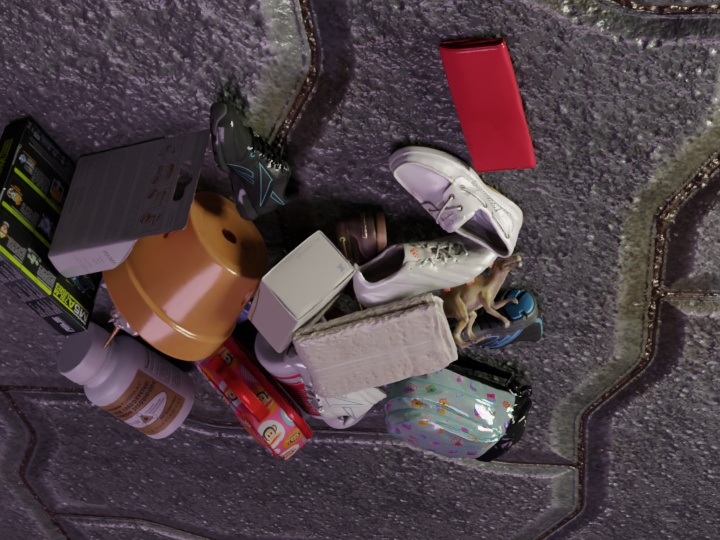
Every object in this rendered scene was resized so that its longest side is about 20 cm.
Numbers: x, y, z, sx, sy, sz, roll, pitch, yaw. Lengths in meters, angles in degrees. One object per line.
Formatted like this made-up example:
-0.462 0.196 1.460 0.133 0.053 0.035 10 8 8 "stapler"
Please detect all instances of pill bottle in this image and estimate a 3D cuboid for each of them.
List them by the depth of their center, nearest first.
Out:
-0.063 0.146 1.765 0.111 0.113 0.200 -10 140 24 "pill bottle"
-0.361 0.166 1.853 0.114 0.115 0.200 -22 134 35 "pill bottle"

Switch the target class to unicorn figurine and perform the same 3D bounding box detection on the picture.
-0.292 0.055 1.687 0.136 0.074 0.201 17 150 3 "unicorn figurine"

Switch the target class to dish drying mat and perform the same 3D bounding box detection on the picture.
0.145 -0.184 1.358 0.076 0.018 0.201 -4 143 18 "dish drying mat"

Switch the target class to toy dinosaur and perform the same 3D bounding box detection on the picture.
0.134 0.049 1.596 0.198 0.102 0.058 -26 173 9 "toy dinosaur"

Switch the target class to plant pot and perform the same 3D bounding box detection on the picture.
-0.211 -0.007 1.542 0.199 0.201 0.140 35 120 -31 "plant pot"

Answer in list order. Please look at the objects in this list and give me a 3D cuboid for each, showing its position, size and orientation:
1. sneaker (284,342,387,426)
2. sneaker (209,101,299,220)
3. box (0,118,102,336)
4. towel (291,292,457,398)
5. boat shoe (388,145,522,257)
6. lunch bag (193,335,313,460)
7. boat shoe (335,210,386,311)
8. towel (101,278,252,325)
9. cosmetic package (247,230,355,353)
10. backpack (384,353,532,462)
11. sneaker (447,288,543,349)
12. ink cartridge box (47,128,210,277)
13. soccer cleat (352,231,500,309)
-0.042 0.161 1.663 0.087 0.074 0.200 -50 135 3 "sneaker"
-0.129 -0.138 1.445 0.078 0.076 0.201 -10 149 6 "sneaker"
-0.390 -0.052 1.497 0.047 0.195 0.200 -10 141 26 "box"
0.020 0.097 1.546 0.198 0.035 0.133 -15 136 6 "towel"
0.117 -0.080 1.458 0.199 0.070 0.071 28 141 -23 "boat shoe"
-0.162 0.179 1.751 0.200 0.082 0.176 46 173 18 "lunch bag"
0.000 0.000 1.588 0.069 0.071 0.201 -7 134 -4 "boat shoe"
-0.260 0.037 1.736 0.199 0.024 0.146 33 138 -30 "towel"
-0.080 0.032 1.561 0.073 0.103 0.200 48 161 5 "cosmetic package"
0.136 0.208 1.797 0.198 0.128 0.167 22 145 -13 "backpack"
0.156 0.085 1.670 0.198 0.074 0.082 -8 141 23 "sneaker"
-0.270 -0.082 1.459 0.198 0.162 0.050 -8 141 22 "ink cartridge box"
0.084 -0.010 1.518 0.198 0.070 0.078 -23 133 -1 "soccer cleat"
